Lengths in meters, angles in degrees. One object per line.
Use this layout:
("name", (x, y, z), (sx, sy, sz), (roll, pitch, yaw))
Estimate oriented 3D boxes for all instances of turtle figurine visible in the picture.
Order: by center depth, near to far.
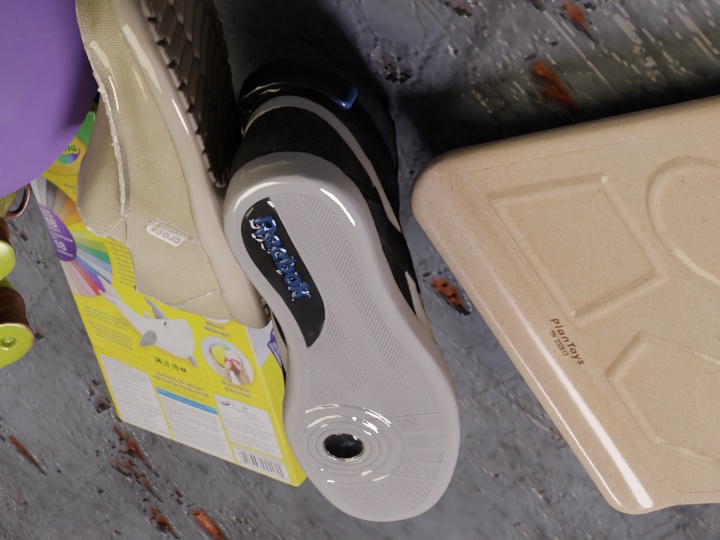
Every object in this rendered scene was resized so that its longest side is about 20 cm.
("turtle figurine", (-0.183, -0.030, 1.216), (0.161, 0.064, 0.200), (-109, 24, -44))

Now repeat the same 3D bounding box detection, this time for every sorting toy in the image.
("sorting toy", (0.137, 0.013, 1.010), (0.200, 0.036, 0.185), (-12, 120, 46))

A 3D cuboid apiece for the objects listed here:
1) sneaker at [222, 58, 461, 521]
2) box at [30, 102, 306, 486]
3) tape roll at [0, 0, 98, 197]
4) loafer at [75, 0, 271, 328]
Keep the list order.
("sneaker", (0.000, 0.000, 1.068), (0.073, 0.112, 0.200), (-6, 132, 11))
("box", (-0.083, 0.001, 1.204), (0.117, 0.048, 0.200), (18, 142, 32))
("tape roll", (-0.203, -0.118, 1.074), (0.200, 0.085, 0.201), (8, 104, 33))
("loafer", (-0.082, -0.046, 1.043), (0.068, 0.076, 0.200), (-5, 136, 11))
